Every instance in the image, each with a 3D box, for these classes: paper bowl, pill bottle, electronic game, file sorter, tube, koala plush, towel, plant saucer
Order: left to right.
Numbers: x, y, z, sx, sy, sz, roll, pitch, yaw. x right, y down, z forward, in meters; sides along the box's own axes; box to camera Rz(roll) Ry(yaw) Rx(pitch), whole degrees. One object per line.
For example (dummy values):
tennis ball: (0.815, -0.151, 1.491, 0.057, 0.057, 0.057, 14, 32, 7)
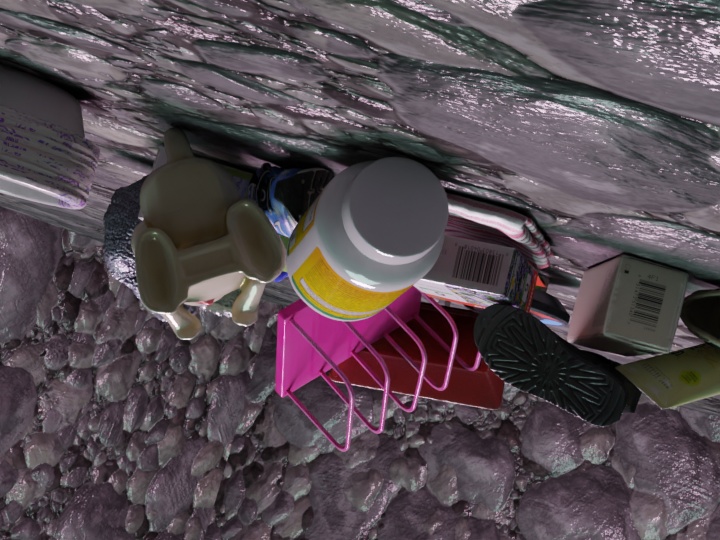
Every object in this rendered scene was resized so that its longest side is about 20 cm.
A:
paper bowl: (-0.342, -0.133, 1.406, 0.200, 0.105, 0.201, 17, 175, 2)
koala plush: (-0.189, -0.025, 1.788, 0.199, 0.178, 0.184, 18, 167, 37)
pill bottle: (0.008, -0.029, 1.281, 0.112, 0.113, 0.200, 17, 163, -9)
file sorter: (0.025, 0.081, 1.612, 0.125, 0.200, 0.139, 45, 149, 28)
plant saucer: (0.077, 0.086, 1.765, 0.199, 0.037, 0.200, 10, -155, 6)
towel: (0.100, -0.041, 1.411, 0.146, 0.030, 0.200, 14, 175, 16)
electronic game: (0.147, 0.031, 1.746, 0.199, 0.042, 0.200, 17, 175, 1)
tube: (0.347, 0.090, 1.427, 0.199, 0.052, 0.058, -12, 170, -21)

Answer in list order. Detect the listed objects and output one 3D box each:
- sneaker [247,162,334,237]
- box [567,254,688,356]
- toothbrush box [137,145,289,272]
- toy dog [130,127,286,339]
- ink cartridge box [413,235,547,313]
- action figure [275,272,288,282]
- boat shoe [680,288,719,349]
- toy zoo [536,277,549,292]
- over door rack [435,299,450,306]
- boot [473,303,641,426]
sneaker: (-0.072, -0.063, 1.458, 0.089, 0.079, 0.200, 14, 175, 5)
box: (0.259, 0.038, 1.471, 0.068, 0.083, 0.200, 15, 177, 0)
toothbrush box: (-0.128, -0.059, 1.640, 0.199, 0.087, 0.146, 15, 175, 3)
toy dog: (-0.169, -0.026, 1.467, 0.139, 0.195, 0.200, -26, 172, -11)
ink cartridge box: (0.113, 0.009, 1.471, 0.108, 0.051, 0.200, 12, 173, 18)
action figure: (-0.099, 0.002, 2.476, 0.199, 0.052, 0.065, 14, -177, -35)
boat shoe: (0.350, 0.047, 1.336, 0.062, 0.072, 0.200, 13, -178, -12)
toy zoo: (0.106, -0.014, 1.740, 0.199, 0.021, 0.131, 20, 174, -37)
over door rack: (0.129, 0.034, 1.950, 0.147, 0.067, 0.200, 17, 175, -16)
boot: (0.200, 0.090, 1.474, 0.165, 0.066, 0.200, 38, -168, 13)
